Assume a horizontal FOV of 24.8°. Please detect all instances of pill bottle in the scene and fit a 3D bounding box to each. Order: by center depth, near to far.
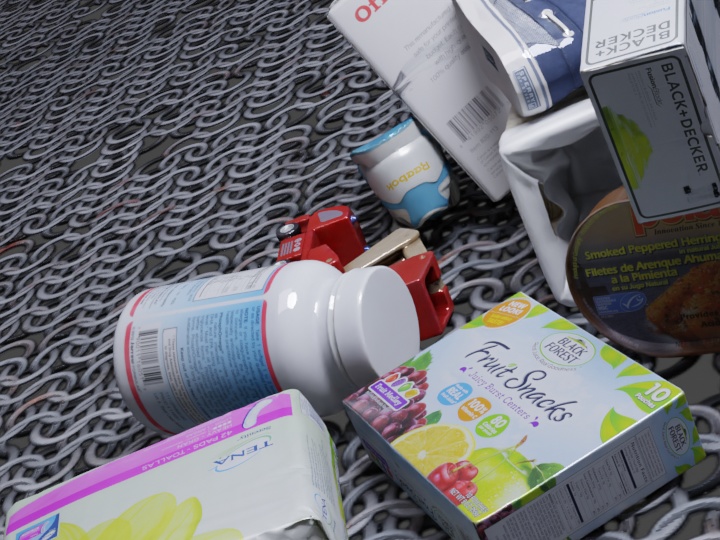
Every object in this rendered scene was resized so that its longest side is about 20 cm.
[{"bbox_3d":[-0.064,0.052,1.138,0.199,0.109,0.109,-9,29,30],"label":"pill bottle"}]

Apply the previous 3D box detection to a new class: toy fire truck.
[{"bbox_3d":[0.000,0.000,1.255,0.141,0.049,0.200,-18,24,13],"label":"toy fire truck"}]

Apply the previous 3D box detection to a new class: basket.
[{"bbox_3d":[0.206,-0.082,1.124,0.199,0.136,0.123,-20,23,12],"label":"basket"}]

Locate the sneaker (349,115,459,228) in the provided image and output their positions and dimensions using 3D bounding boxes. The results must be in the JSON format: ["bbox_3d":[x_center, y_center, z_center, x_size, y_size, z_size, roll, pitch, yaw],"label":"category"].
[{"bbox_3d":[0.040,-0.078,1.349,0.076,0.081,0.200,-31,3,9],"label":"sneaker"}]

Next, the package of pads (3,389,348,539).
[{"bbox_3d":[-0.105,0.156,0.901,0.199,0.068,0.155,-24,24,4],"label":"package of pads"}]

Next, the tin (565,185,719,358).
[{"bbox_3d":[0.221,-0.008,0.987,0.199,0.112,0.042,-8,29,32],"label":"tin"}]

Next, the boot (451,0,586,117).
[{"bbox_3d":[0.125,-0.173,1.148,0.090,0.073,0.200,-25,32,1],"label":"boot"}]

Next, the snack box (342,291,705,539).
[{"bbox_3d":[0.091,0.093,0.977,0.142,0.053,0.200,-29,25,-13],"label":"snack box"}]

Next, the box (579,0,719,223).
[{"bbox_3d":[0.180,-0.138,0.973,0.060,0.117,0.200,-12,39,21],"label":"box"}]

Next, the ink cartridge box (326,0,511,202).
[{"bbox_3d":[0.094,-0.176,1.281,0.146,0.200,0.083,-42,1,8],"label":"ink cartridge box"}]
